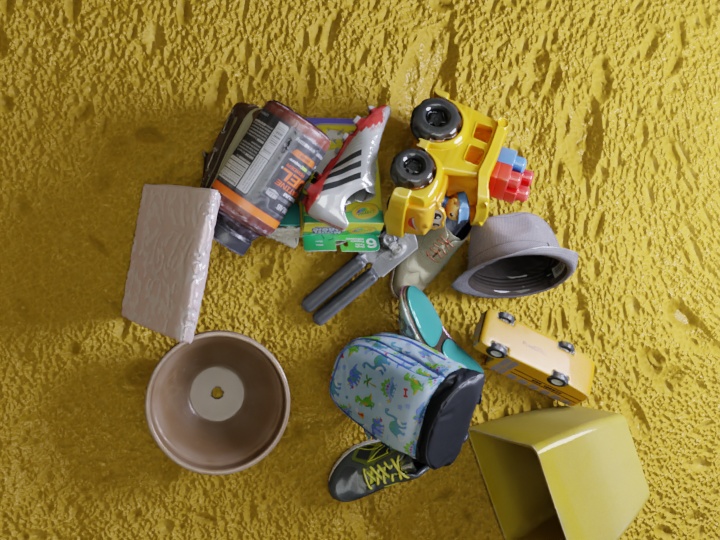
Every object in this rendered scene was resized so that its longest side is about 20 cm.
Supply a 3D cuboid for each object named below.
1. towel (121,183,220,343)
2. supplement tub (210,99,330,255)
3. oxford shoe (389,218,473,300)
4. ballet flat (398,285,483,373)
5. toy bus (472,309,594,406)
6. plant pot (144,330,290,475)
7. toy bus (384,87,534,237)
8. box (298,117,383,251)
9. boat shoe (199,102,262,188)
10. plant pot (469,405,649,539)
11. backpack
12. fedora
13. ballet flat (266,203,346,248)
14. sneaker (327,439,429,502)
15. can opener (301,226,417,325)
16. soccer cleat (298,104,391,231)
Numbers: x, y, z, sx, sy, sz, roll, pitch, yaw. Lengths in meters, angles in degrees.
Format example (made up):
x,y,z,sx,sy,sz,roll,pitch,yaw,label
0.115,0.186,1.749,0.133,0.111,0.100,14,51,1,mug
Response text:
x,y,z,sx,sy,sz,roll,pitch,yaw,label
-0.260,-0.016,1.212,0.032,0.191,0.201,9,91,-39,towel
-0.134,-0.121,1.208,0.107,0.107,0.201,33,92,-10,supplement tub
0.111,-0.040,1.327,0.071,0.074,0.201,33,87,-12,oxford shoe
0.104,0.110,1.334,0.200,0.071,0.069,49,44,-17,ballet flat
0.259,0.133,1.355,0.199,0.078,0.065,25,61,-10,toy bus
-0.204,0.181,1.272,0.199,0.093,0.202,-1,94,-11,plant pot
0.143,-0.128,1.256,0.191,0.136,0.201,21,65,7,toy bus
-0.031,-0.122,1.272,0.117,0.048,0.201,-1,68,-10,box
-0.194,-0.146,1.280,0.075,0.075,0.203,33,97,28,boat shoe
0.306,0.303,1.330,0.176,0.200,0.201,-22,96,-21,plant pot
0.053,0.169,1.270,0.153,0.200,0.164,-3,121,-40,backpack
0.223,-0.028,1.314,0.199,0.177,0.091,7,63,-34,fedora
-0.076,-0.062,1.301,0.199,0.072,0.072,-2,93,-8,ballet flat
0.043,0.284,1.325,0.199,0.085,0.075,-28,96,-8,sneaker
0.000,0.000,1.327,0.200,0.067,0.053,-39,99,7,can opener
-0.003,-0.142,1.228,0.085,0.069,0.200,36,68,-2,soccer cleat
